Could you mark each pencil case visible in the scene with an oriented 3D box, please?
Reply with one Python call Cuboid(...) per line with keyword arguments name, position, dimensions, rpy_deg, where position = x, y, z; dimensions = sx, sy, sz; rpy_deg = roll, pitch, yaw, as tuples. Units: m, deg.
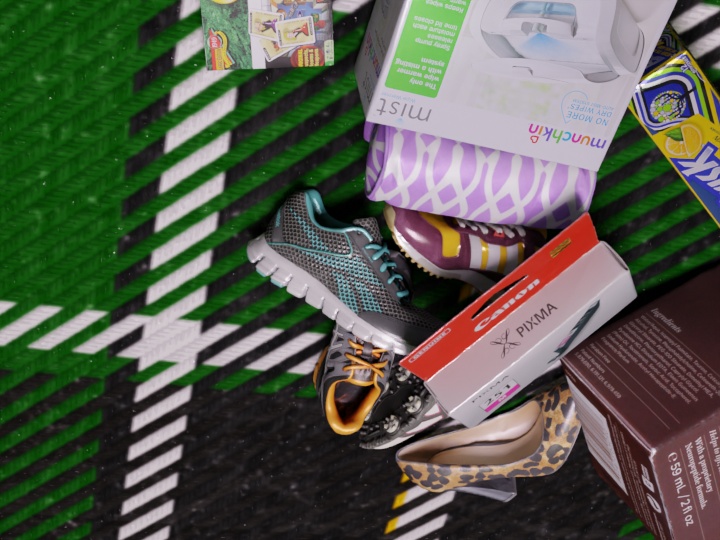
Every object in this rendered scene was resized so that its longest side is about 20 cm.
Cuboid(name="pencil case", position=(0.097, -0.085, 0.992), dimensions=(0.200, 0.086, 0.084), rpy_deg=(10, 118, -12))

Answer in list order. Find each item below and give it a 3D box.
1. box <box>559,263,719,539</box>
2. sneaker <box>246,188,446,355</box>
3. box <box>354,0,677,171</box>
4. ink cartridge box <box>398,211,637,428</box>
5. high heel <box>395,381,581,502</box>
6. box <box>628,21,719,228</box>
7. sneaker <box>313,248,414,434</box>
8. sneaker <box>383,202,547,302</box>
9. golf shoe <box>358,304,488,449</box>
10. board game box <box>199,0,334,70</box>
Cuboid(name="box", position=(0.321, 0.128, 1.093), dimensions=(0.200, 0.164, 0.166), rpy_deg=(-28, 125, -6))
Cuboid(name="sneaker", position=(0.000, 0.000, 1.017), dimensions=(0.200, 0.078, 0.091), rpy_deg=(31, 104, 8))
Cuboid(name="box", position=(0.115, -0.190, 0.911), dimensions=(0.200, 0.097, 0.177), rpy_deg=(11, 123, -15))
Cuboid(name="ink cartridge box", position=(0.141, 0.049, 1.010), dimensions=(0.200, 0.044, 0.174), rpy_deg=(-39, 159, 5))
Cuboid(name="high heel", position=(0.132, 0.164, 1.191), dimensions=(0.143, 0.071, 0.200), rpy_deg=(17, 130, -21))
Cuboid(name="box", position=(0.288, -0.115, 0.999), dimensions=(0.064, 0.070, 0.200), rpy_deg=(-35, 122, 20))
Cuboid(name="sneaker", position=(0.005, 0.068, 1.104), dimensions=(0.078, 0.077, 0.200), rpy_deg=(7, 124, -9))
Cuboid(name="sneaker", position=(0.112, -0.031, 1.046), dimensions=(0.200, 0.075, 0.090), rpy_deg=(26, 121, -33))
Cuboid(name="golf shoe", position=(0.082, 0.121, 1.154), dimensions=(0.200, 0.077, 0.088), rpy_deg=(-40, 128, 22))
Cuboid(name="board game box", position=(-0.074, -0.247, 0.894), dimensions=(0.105, 0.023, 0.200), rpy_deg=(-2, 127, -1))
